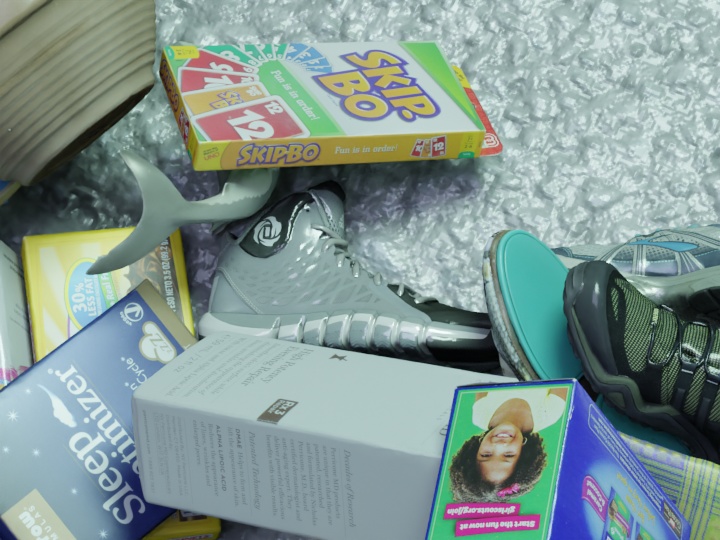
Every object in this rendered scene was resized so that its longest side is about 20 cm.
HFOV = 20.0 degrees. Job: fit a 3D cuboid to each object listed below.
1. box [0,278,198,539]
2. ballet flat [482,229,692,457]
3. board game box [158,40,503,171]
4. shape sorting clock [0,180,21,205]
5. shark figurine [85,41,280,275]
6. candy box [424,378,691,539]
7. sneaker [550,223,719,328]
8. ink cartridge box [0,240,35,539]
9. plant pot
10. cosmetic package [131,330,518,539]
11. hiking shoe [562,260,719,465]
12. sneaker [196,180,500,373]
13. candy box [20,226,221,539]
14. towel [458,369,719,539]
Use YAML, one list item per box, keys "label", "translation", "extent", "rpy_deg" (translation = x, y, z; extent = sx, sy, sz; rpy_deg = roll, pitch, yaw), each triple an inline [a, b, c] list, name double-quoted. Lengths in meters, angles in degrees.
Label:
- label: "box"
  translation: [-0.163, 0.109, 1.199]
  extent: [0.200, 0.032, 0.121]
  rpy_deg: [-39, 88, -28]
- label: "ballet flat"
  translation: [0.120, 0.070, 1.185]
  extent: [0.072, 0.072, 0.201]
  rpy_deg: [-36, 93, -2]
- label: "board game box"
  translation: [-0.015, -0.102, 1.239]
  extent: [0.199, 0.030, 0.096]
  rpy_deg: [-2, 42, -22]
- label: "shape sorting clock"
  translation: [-0.294, -0.083, 1.306]
  extent: [0.198, 0.039, 0.201]
  rpy_deg: [-9, 43, 8]
- label: "shark figurine"
  translation: [-0.088, -0.050, 1.259]
  extent: [0.127, 0.215, 0.090]
  rpy_deg: [26, 123, -7]
- label: "candy box"
  translation: [0.096, 0.183, 1.029]
  extent: [0.077, 0.169, 0.201]
  rpy_deg: [-8, 53, 29]
- label: "sneaker"
  translation: [0.183, 0.012, 1.217]
  extent: [0.199, 0.078, 0.086]
  rpy_deg: [5, 36, 26]
- label: "ink cartridge box"
  translation: [-0.270, 0.096, 1.257]
  extent: [0.143, 0.085, 0.201]
  rpy_deg: [-12, 71, 6]
- label: "plant pot"
  translation: [-0.188, -0.116, 1.210]
  extent: [0.200, 0.201, 0.093]
  rpy_deg: [-39, 94, -3]
- label: "cosmetic package"
  translation: [-0.017, 0.094, 1.126]
  extent: [0.199, 0.102, 0.075]
  rpy_deg: [6, 115, 27]
- label: "hiking shoe"
  translation: [0.200, 0.053, 1.140]
  extent: [0.100, 0.200, 0.076]
  rpy_deg: [-34, 24, 34]
- label: "sneaker"
  translation: [0.000, 0.000, 1.244]
  extent: [0.198, 0.075, 0.116]
  rpy_deg: [2, 72, 12]
- label: "candy box"
  translation: [-0.149, 0.071, 1.258]
  extent: [0.101, 0.026, 0.201]
  rpy_deg: [-6, 72, -11]
- label: "towel"
  translation: [0.124, 0.143, 1.164]
  extent: [0.199, 0.023, 0.145]
  rpy_deg: [18, 121, 16]
